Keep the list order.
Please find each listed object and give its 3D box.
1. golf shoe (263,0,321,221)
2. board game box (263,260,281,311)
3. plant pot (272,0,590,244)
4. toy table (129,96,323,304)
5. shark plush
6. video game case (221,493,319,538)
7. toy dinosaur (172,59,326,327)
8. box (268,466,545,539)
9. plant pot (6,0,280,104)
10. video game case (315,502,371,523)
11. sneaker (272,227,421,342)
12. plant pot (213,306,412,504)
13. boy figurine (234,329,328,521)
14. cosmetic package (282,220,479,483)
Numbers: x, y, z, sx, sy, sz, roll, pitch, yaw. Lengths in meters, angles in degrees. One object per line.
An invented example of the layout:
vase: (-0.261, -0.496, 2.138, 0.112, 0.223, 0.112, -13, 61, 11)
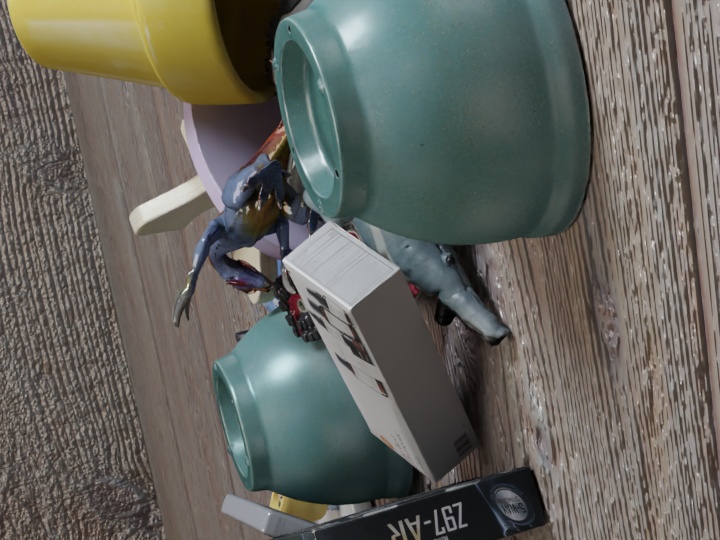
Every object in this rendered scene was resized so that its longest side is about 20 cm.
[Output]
golf shoe: (-0.022, -0.129, 1.246, 0.094, 0.078, 0.200, 26, 129, 36)
board game box: (-0.092, -0.059, 1.590, 0.199, 0.043, 0.200, -143, 41, -65)
plant pot: (0.029, -0.102, 0.936, 0.200, 0.134, 0.200, 166, 90, -75)
toy table: (-0.098, -0.080, 1.381, 0.117, 0.184, 0.200, -47, 49, 53)
shark plush: (0.029, -0.030, 1.100, 0.083, 0.091, 0.200, 114, 139, -55)
video game case: (-0.016, 0.234, 1.365, 0.200, 0.182, 0.022, 164, 126, -75)
toy dinosaur: (-0.072, -0.043, 1.241, 0.181, 0.105, 0.200, -6, 70, 68)
box: (0.027, 0.190, 1.166, 0.200, 0.160, 0.044, 139, 115, -73)
plant pot: (-0.167, -0.229, 1.275, 0.201, 0.189, 0.201, -1, -90, -71)
video game case: (-0.038, 0.179, 1.653, 0.200, 0.024, 0.182, 148, 108, -75)
sneaker: (0.000, 0.000, 1.268, 0.200, 0.075, 0.081, -16, 102, 62)
plant pot: (-0.052, 0.119, 1.417, 0.200, 0.134, 0.200, 166, 90, -76)
boy figurine: (-0.076, 0.153, 1.607, 0.124, 0.064, 0.200, -167, 67, -70)
cosmetic package: (0.016, 0.062, 1.146, 0.083, 0.051, 0.200, 37, 160, 44)
